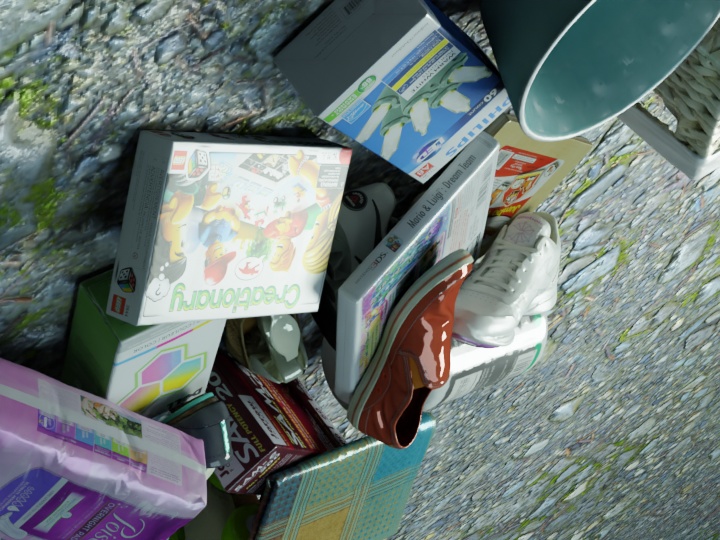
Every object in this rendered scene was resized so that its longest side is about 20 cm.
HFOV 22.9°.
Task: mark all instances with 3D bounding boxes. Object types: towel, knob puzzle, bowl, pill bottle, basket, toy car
[{"bbox_3d":[-0.023,0.203,1.551,0.199,0.022,0.147,-16,135,-44],"label":"towel"},{"bbox_3d":[0.092,-0.057,1.537,0.219,0.031,0.220,-32,157,-15],"label":"knob puzzle"},{"bbox_3d":[0.165,-0.200,1.280,0.200,0.105,0.201,-31,156,-15],"label":"bowl"},{"bbox_3d":[0.068,0.064,1.623,0.199,0.113,0.113,-16,149,-41],"label":"pill bottle"},{"bbox_3d":[0.301,-0.194,1.433,0.200,0.136,0.124,-35,156,-25],"label":"basket"},{"bbox_3d":[-0.061,0.251,1.664,0.199,0.158,0.165,3,137,-24],"label":"toy car"}]

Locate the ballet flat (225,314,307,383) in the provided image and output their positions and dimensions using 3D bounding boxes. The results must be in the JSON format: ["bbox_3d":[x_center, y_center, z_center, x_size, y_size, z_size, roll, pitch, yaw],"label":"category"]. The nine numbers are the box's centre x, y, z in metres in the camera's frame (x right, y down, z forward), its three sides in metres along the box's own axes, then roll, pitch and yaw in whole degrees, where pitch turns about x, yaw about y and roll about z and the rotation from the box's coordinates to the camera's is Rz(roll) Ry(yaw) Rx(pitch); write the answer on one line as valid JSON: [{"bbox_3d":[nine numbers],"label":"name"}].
[{"bbox_3d":[-0.072,0.048,1.439,0.068,0.072,0.200,-30,156,-14],"label":"ballet flat"}]

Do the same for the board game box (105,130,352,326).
[{"bbox_3d":[-0.088,-0.031,1.245,0.199,0.034,0.127,-4,109,-54],"label":"board game box"}]

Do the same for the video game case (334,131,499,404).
[{"bbox_3d":[0.043,0.002,1.439,0.182,0.024,0.200,-48,164,-22],"label":"video game case"}]

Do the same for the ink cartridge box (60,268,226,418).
[{"bbox_3d":[-0.168,0.069,1.353,0.103,0.059,0.200,-25,155,-31],"label":"ink cartridge box"}]

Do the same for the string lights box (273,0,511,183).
[{"bbox_3d":[0.030,-0.137,1.259,0.103,0.059,0.200,-42,157,11],"label":"string lights box"}]

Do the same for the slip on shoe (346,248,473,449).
[{"bbox_3d":[0.051,0.065,1.438,0.074,0.061,0.201,-30,151,-51],"label":"slip on shoe"}]

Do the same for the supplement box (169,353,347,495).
[{"bbox_3d":[-0.084,0.135,1.527,0.061,0.109,0.200,-43,161,10],"label":"supplement box"}]

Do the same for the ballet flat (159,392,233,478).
[{"bbox_3d":[-0.167,0.158,1.422,0.073,0.074,0.199,-13,170,-45],"label":"ballet flat"}]

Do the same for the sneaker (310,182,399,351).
[{"bbox_3d":[0.000,0.000,1.453,0.088,0.074,0.200,-28,156,-17],"label":"sneaker"}]

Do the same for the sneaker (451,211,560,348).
[{"bbox_3d":[0.119,0.004,1.533,0.200,0.074,0.100,-34,138,-60],"label":"sneaker"}]

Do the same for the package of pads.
[{"bbox_3d":[-0.223,0.146,1.296,0.199,0.076,0.120,26,128,-34],"label":"package of pads"}]
